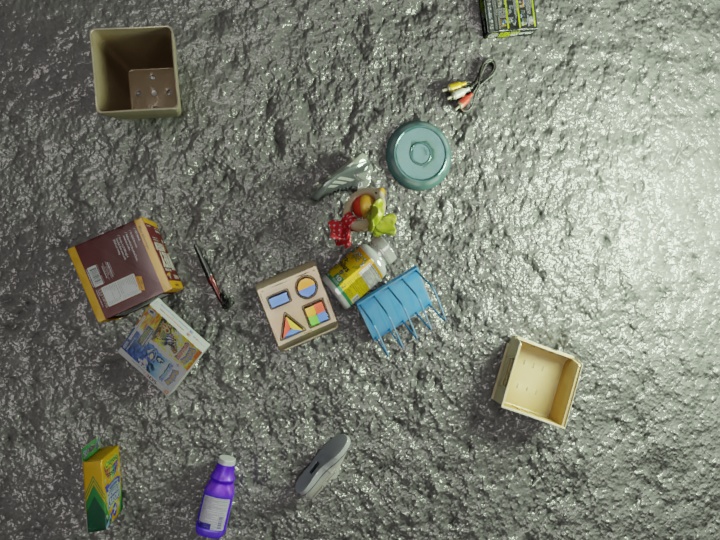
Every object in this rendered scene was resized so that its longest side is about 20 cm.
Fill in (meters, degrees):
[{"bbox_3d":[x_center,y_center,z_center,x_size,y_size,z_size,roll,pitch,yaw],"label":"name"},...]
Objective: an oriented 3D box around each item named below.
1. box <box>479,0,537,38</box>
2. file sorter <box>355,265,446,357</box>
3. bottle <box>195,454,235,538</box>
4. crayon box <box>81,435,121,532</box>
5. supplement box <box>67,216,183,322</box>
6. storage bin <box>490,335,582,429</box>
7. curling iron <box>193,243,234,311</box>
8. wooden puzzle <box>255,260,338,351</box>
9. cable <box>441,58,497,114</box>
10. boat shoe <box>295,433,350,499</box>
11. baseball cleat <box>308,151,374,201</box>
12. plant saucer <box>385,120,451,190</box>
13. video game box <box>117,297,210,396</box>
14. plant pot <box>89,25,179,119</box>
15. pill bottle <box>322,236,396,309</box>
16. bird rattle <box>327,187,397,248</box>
[{"bbox_3d":[0.430,-0.796,1.574,0.156,0.044,0.205,-7,89,-7],"label":"box"},{"bbox_3d":[0.113,0.115,1.445,0.197,0.123,0.141,-30,122,-6],"label":"file sorter"},{"bbox_3d":[-0.379,0.601,1.427,0.082,0.065,0.205,13,87,-7],"label":"bottle"},{"bbox_3d":[-0.658,0.537,1.367,0.050,0.126,0.205,-5,89,-7],"label":"crayon box"},{"bbox_3d":[-0.601,-0.002,1.386,0.196,0.133,0.201,-24,91,-7],"label":"supplement box"},{"bbox_3d":[0.502,0.313,1.524,0.196,0.094,0.203,19,87,-5],"label":"storage bin"},{"bbox_3d":[-0.401,0.018,1.459,0.049,0.025,0.203,-29,88,31],"label":"curling iron"},{"bbox_3d":[-0.175,0.098,1.476,0.182,0.046,0.204,-22,91,-6],"label":"wooden puzzle"},{"bbox_3d":[0.333,-0.534,1.550,0.198,0.050,0.098,-37,93,-5],"label":"cable"},{"bbox_3d":[-0.090,0.543,1.469,0.201,0.071,0.070,-49,121,-9],"label":"boat shoe"},{"bbox_3d":[-0.045,-0.239,1.490,0.199,0.070,0.107,-40,99,-2],"label":"baseball cleat"},{"bbox_3d":[0.171,-0.334,1.539,0.195,0.027,0.206,0,89,-6],"label":"plant saucer"},{"bbox_3d":[-0.513,0.203,1.390,0.181,0.047,0.200,40,115,-5],"label":"video game box"},{"bbox_3d":[-0.557,-0.487,1.383,0.194,0.177,0.206,-5,89,-6],"label":"plant pot"},{"bbox_3d":[0.000,0.000,1.466,0.199,0.113,0.113,-40,93,-6],"label":"pill bottle"},{"bbox_3d":[0.005,-0.146,1.451,0.112,0.197,0.167,37,52,-43],"label":"bird rattle"}]
